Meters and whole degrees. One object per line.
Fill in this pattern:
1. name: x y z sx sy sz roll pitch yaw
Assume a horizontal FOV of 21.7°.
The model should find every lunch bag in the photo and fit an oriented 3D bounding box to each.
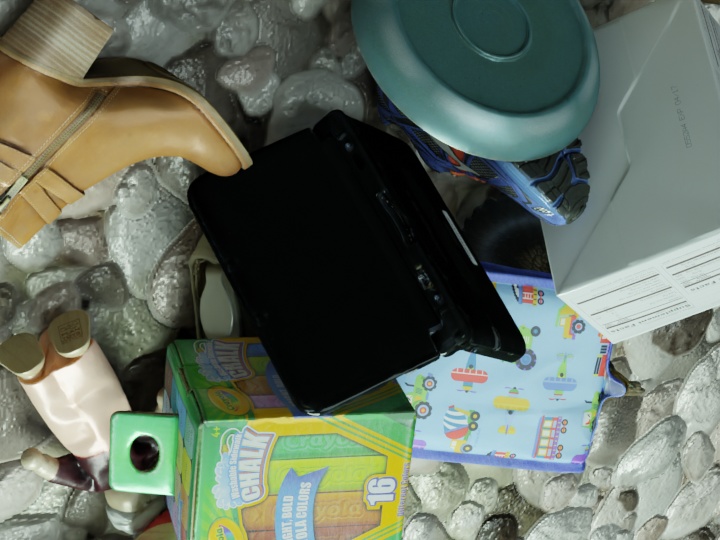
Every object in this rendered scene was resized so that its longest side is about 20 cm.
1. lunch bag: 0.111 0.074 1.461 0.198 0.094 0.152 9 98 -4

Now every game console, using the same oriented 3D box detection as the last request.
1. game console: 0.000 0.000 1.338 0.116 0.201 0.176 -37 157 18

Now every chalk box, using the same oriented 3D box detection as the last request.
1. chalk box: -0.076 0.127 1.323 0.198 0.124 0.125 -3 116 -16

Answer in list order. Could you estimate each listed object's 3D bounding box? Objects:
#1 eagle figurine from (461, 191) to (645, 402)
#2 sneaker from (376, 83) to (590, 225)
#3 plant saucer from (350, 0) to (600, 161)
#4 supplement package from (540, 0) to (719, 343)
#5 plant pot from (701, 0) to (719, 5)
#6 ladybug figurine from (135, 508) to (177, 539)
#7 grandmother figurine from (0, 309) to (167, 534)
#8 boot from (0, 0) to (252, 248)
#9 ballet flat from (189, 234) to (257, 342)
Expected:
1. eagle figurine: 0.171 0.018 1.552 0.152 0.150 0.202 -30 105 -71
2. sneaker: 0.087 -0.097 1.374 0.075 0.200 0.079 -28 150 -36
3. plant saucer: 0.089 -0.171 1.334 0.199 0.201 0.027 -12 160 -31
4. supplement package: 0.215 -0.075 1.393 0.155 0.201 0.111 -22 149 23
5. plant pot: 0.222 -0.283 1.389 0.198 0.187 0.188 -4 117 -18
6. ladybug figurine: -0.121 0.219 1.426 0.136 0.072 0.200 -59 165 15
7. grandmother figurine: -0.187 0.118 1.372 0.120 0.061 0.201 -18 130 2
8. boot: -0.180 -0.075 1.253 0.200 0.077 0.156 35 90 -40
9. ballet flat: -0.097 0.062 1.393 0.069 0.069 0.201 -19 119 -27
